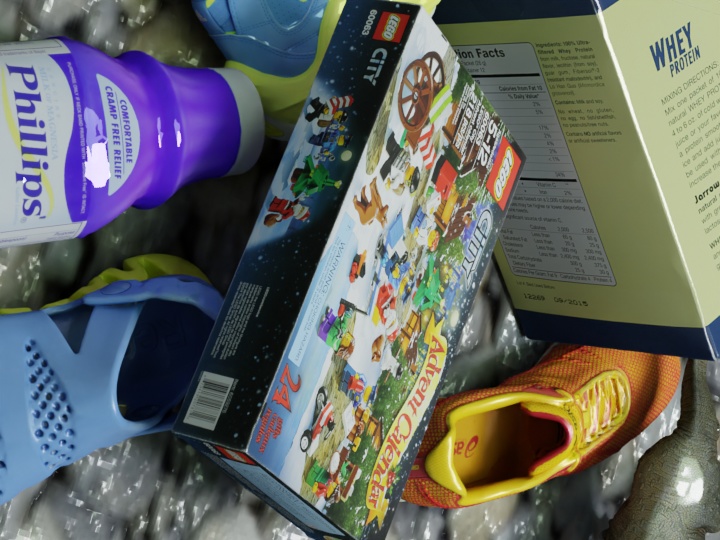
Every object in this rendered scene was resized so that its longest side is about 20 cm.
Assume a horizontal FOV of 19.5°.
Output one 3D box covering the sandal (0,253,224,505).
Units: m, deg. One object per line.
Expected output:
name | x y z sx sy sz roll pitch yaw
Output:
sandal | -0.122 0.047 0.852 0.200 0.087 0.080 -29 113 -32

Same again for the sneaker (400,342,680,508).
sneaker | 0.096 0.078 1.037 0.200 0.077 0.073 -20 104 -38

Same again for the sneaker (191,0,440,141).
sneaker | -0.001 -0.158 0.944 0.105 0.076 0.200 49 64 -29

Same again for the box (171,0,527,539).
box | 0.002 0.005 0.889 0.137 0.038 0.201 46 61 -55

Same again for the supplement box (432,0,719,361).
supplement box | 0.156 -0.095 1.036 0.200 0.134 0.200 -36 114 -32

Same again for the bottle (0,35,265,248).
bottle | -0.131 -0.052 0.850 0.199 0.065 0.084 -8 97 -38

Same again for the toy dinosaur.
toy dinosaur | 0.155 0.122 1.052 0.200 0.077 0.102 -57 169 15
